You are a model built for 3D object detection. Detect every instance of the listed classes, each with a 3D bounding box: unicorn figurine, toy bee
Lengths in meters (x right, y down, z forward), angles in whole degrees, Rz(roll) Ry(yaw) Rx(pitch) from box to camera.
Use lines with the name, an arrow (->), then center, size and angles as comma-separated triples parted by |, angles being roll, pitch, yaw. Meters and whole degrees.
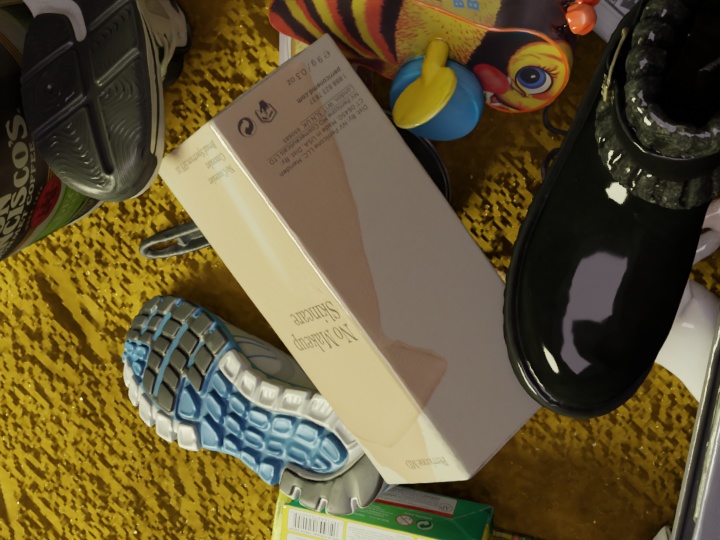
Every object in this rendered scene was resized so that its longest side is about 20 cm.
unicorn figurine -> 0.168, 0.020, 0.734 | 0.200, 0.074, 0.138 | 43, 106, 2
toy bee -> 0.062, -0.119, 0.692 | 0.198, 0.132, 0.109 | 9, 149, -27

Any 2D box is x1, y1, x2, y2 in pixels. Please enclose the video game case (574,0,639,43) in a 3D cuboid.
video game case -> 0.135, -0.237, 0.700 | 0.181, 0.023, 0.200 | 41, 111, 0

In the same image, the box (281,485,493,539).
box -> 0.009, 0.218, 0.827 | 0.116, 0.048, 0.202 | 11, 115, 11

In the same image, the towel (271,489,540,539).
towel -> 0.041, 0.185, 0.839 | 0.198, 0.018, 0.087 | 13, 107, 10

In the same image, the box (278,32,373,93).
box -> -0.016, -0.190, 0.733 | 0.041, 0.038, 0.203 | 21, 115, 48

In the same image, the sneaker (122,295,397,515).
sneaker -> -0.050, 0.077, 0.805 | 0.199, 0.086, 0.076 | 29, 100, 29

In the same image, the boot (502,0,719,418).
boot -> 0.122, -0.037, 0.590 | 0.078, 0.158, 0.214 | 16, 89, -3

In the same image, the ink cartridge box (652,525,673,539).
ink cartridge box -> 0.152, 0.247, 0.810 | 0.094, 0.037, 0.201 | 33, 110, -7

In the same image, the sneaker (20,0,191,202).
sneaker -> -0.114, -0.108, 0.720 | 0.075, 0.115, 0.202 | -32, 58, 19

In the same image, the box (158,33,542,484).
box -> 0.000, 0.000, 0.681 | 0.078, 0.095, 0.201 | -39, 97, -25

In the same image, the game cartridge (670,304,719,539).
game cartridge -> 0.228, 0.085, 0.715 | 0.128, 0.038, 0.202 | -2, 117, -13

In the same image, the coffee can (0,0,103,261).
coffee can -> -0.219, -0.069, 0.736 | 0.144, 0.200, 0.148 | 4, 106, 12

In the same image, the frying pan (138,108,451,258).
frying pan -> -0.045, -0.041, 0.770 | 0.187, 0.031, 0.116 | 1, 132, 10
